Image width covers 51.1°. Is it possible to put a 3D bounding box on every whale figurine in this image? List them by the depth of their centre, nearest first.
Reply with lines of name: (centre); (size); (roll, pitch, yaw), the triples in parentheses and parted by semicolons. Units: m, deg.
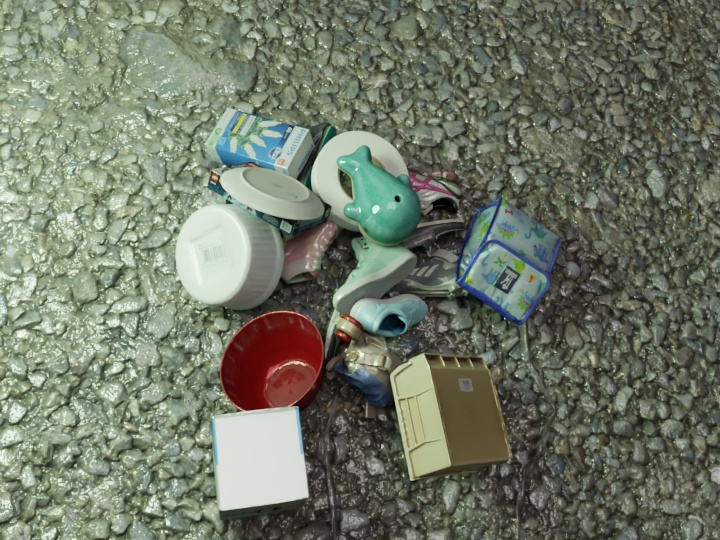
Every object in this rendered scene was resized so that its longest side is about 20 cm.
whale figurine: (0.036, -0.149, 1.427); (0.158, 0.104, 0.202); (-28, 85, -22)

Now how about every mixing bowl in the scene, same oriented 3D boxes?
mixing bowl: (-0.142, 0.187, 1.366); (0.196, 0.109, 0.203); (-10, 54, 14)

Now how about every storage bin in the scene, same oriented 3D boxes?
storage bin: (0.164, 0.261, 1.362); (0.198, 0.093, 0.202); (10, 61, -46)

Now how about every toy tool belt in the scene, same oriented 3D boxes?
toy tool belt: (0.000, 0.183, 1.383); (0.200, 0.124, 0.124); (46, 72, -37)

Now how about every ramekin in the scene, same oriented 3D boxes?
ramekin: (-0.248, -0.027, 1.396); (0.197, 0.097, 0.205); (0, 90, 29)

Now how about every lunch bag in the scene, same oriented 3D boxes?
lunch bag: (0.290, -0.016, 1.512); (0.169, 0.127, 0.202); (32, 67, -12)

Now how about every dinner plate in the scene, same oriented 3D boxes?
dinner plate: (-0.156, -0.148, 1.370); (0.197, 0.025, 0.201); (18, 26, -9)

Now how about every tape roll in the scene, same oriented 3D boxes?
tape roll: (0.000, -0.177, 1.499); (0.199, 0.037, 0.207); (5, 75, -16)

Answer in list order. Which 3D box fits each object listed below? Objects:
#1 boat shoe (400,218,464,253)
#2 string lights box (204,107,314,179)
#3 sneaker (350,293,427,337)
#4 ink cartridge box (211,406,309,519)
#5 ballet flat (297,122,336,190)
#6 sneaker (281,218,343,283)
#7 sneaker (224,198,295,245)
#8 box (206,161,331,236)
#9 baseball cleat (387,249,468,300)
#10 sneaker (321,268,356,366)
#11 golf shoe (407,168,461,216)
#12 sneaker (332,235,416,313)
boat shoe: (0.124, -0.065, 1.557); (0.196, 0.073, 0.064); (-12, 91, -12)
string lights box: (-0.204, -0.254, 1.537); (0.197, 0.059, 0.104); (18, 66, 20)
sneaker: (0.071, 0.097, 1.433); (0.198, 0.075, 0.082); (-4, 32, -44)
ink cartridge box: (-0.174, 0.329, 1.274); (0.143, 0.200, 0.149); (-4, 70, -13)
ballet flat: (-0.111, -0.220, 1.574); (0.072, 0.073, 0.203); (20, 73, -1)
sneaker: (-0.085, -0.044, 1.500); (0.198, 0.076, 0.106); (-29, 72, -11)
sneaker: (-0.209, -0.103, 1.467); (0.198, 0.073, 0.083); (25, 53, 33)
box: (-0.169, -0.138, 1.415); (0.198, 0.038, 0.136); (30, 25, 16)
baseball cleat: (0.128, 0.008, 1.531); (0.196, 0.070, 0.108); (6, 54, -12)
sneaker: (-0.024, 0.095, 1.460); (0.078, 0.074, 0.202); (26, 67, -4)
golf shoe: (0.118, -0.162, 1.581); (0.196, 0.073, 0.094); (-1, 68, -10)
sneaker: (0.000, 0.000, 1.447); (0.199, 0.075, 0.118); (-32, 55, -29)
